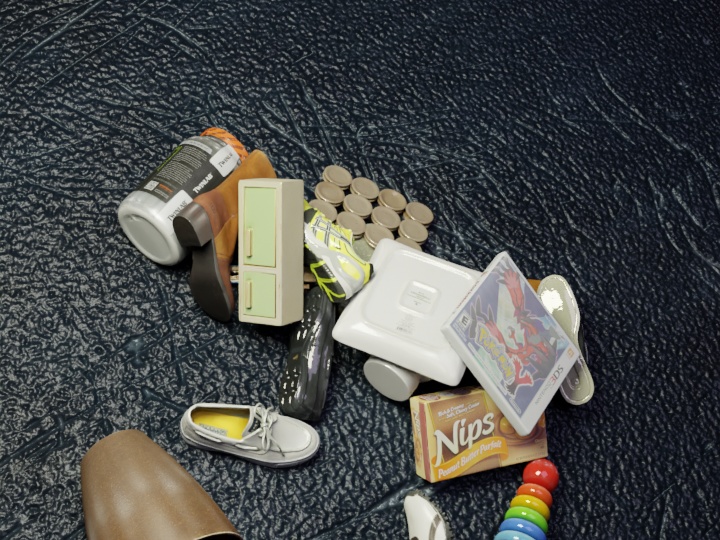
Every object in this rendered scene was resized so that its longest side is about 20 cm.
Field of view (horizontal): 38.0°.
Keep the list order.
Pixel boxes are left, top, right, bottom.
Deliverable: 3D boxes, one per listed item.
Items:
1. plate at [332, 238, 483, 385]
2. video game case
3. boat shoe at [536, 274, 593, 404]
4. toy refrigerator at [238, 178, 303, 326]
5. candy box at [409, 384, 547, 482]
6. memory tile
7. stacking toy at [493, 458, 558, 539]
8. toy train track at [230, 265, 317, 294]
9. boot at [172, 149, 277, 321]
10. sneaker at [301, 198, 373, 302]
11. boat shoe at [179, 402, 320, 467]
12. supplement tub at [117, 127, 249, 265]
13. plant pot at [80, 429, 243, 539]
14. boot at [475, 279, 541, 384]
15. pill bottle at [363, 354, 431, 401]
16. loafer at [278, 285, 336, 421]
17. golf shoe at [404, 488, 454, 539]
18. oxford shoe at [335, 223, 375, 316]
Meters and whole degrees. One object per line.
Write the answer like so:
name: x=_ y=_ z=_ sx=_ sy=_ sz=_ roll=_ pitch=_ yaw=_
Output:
plate: x=0.084 y=0.049 z=1.512 sx=0.197 sy=0.033 sz=0.202 roll=21 pitch=56 yaw=12
video game case: x=0.221 y=0.103 z=1.509 sx=0.201 sy=0.023 sz=0.182 roll=52 pitch=51 yaw=-10
boat shoe: x=0.317 y=0.109 z=1.637 sx=0.071 sy=0.068 sz=0.204 roll=-13 pitch=82 yaw=11
toy refrigerator: x=-0.130 y=-0.028 z=1.496 sx=0.070 sy=0.075 sz=0.204 roll=-15 pitch=108 yaw=-61
candy box: x=0.175 y=0.230 z=1.531 sx=0.197 sy=0.055 sz=0.118 roll=-8 pitch=95 yaw=-21
memory tile: x=0.017 y=-0.091 z=1.670 sx=0.197 sy=0.017 sz=0.154 roll=24 pitch=40 yaw=-4
stacking toy: x=0.242 y=0.358 z=1.501 sx=0.084 sy=0.086 sz=0.202 roll=29 pitch=55 yaw=-1
toy train track: x=-0.147 y=0.010 z=1.585 sx=0.196 sy=0.033 sz=0.117 roll=1 pitch=70 yaw=-11
boot: x=-0.181 y=-0.051 z=1.540 sx=0.200 sy=0.068 sz=0.191 roll=-45 pitch=123 yaw=-44
sneaker: x=-0.054 y=-0.043 z=1.548 sx=0.076 sy=0.076 sz=0.201 roll=-25 pitch=67 yaw=-21
boat shoe: x=-0.147 y=0.216 z=1.443 sx=0.198 sy=0.086 sz=0.076 roll=14 pitch=60 yaw=-10
supplement tub: x=-0.256 y=-0.115 z=1.558 sx=0.122 sy=0.123 sz=0.201 roll=37 pitch=59 yaw=4
plant pot: x=-0.273 y=0.309 z=1.317 sx=0.185 sy=0.188 sz=0.201 roll=-22 pitch=57 yaw=-26
boot: x=0.247 y=0.106 z=1.640 sx=0.142 sy=0.071 sz=0.205 roll=6 pitch=72 yaw=-28
pill bottle: x=0.091 y=0.095 z=1.567 sx=0.112 sy=0.113 sz=0.201 roll=36 pitch=59 yaw=3
loafer: x=-0.068 y=0.121 z=1.528 sx=0.070 sy=0.067 sz=0.204 roll=29 pitch=61 yaw=-37
golf shoe: x=0.086 y=0.402 z=1.428 sx=0.093 sy=0.078 sz=0.203 roll=-11 pitch=66 yaw=-22
oxford shoe: x=0.000 y=0.000 z=1.623 sx=0.074 sy=0.058 sz=0.201 roll=21 pitch=44 yaw=0
